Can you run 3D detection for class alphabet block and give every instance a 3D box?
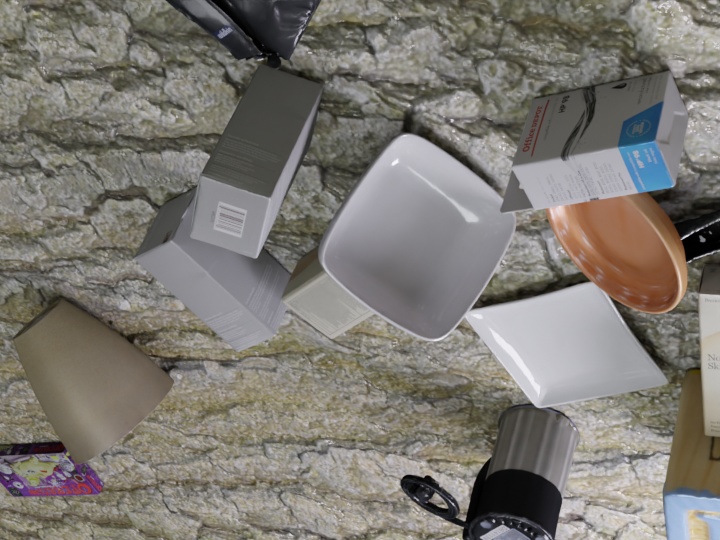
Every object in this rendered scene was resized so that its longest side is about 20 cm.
[{"bbox_3d":[0.492,0.263,1.745,0.196,0.200,0.195,5,138,19],"label":"alphabet block"}]

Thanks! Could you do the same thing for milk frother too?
[{"bbox_3d":[0.176,0.272,1.901,0.180,0.188,0.200,-21,124,38],"label":"milk frother"}]

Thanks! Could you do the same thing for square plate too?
[{"bbox_3d":[0.264,0.092,1.788,0.198,0.028,0.200,-15,128,36],"label":"square plate"}]

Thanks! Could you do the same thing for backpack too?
[{"bbox_3d":[-0.127,-0.324,1.423,0.200,0.127,0.167,28,128,-6],"label":"backpack"}]

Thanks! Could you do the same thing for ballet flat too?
[{"bbox_3d":[0.417,-0.044,1.547,0.200,0.057,0.066,-24,123,41],"label":"ballet flat"}]

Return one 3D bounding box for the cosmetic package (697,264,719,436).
[{"bbox_3d":[0.452,0.096,1.635,0.103,0.073,0.200,0,120,21],"label":"cosmetic package"}]

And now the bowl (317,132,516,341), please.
[{"bbox_3d":[0.059,-0.038,1.631,0.200,0.200,0.075,35,173,-18],"label":"bowl"}]

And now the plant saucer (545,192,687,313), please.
[{"bbox_3d":[0.290,-0.040,1.564,0.200,0.037,0.200,43,159,21],"label":"plant saucer"}]

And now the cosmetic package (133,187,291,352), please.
[{"bbox_3d":[-0.186,0.000,1.822,0.090,0.107,0.200,-26,120,40],"label":"cosmetic package"}]

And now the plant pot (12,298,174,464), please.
[{"bbox_3d":[-0.408,0.146,2.045,0.187,0.187,0.200,-27,107,42],"label":"plant pot"}]

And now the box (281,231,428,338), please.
[{"bbox_3d":[0.000,0.000,1.761,0.095,0.078,0.200,40,137,-19],"label":"box"}]

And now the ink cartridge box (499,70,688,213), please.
[{"bbox_3d":[0.236,-0.133,1.481,0.200,0.116,0.067,-9,132,30],"label":"ink cartridge box"}]

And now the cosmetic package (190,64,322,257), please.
[{"bbox_3d":[-0.114,-0.125,1.570,0.090,0.200,0.107,18,137,1],"label":"cosmetic package"}]

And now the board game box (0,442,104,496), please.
[{"bbox_3d":[-0.557,0.348,2.433,0.200,0.032,0.120,-7,136,30],"label":"board game box"}]
